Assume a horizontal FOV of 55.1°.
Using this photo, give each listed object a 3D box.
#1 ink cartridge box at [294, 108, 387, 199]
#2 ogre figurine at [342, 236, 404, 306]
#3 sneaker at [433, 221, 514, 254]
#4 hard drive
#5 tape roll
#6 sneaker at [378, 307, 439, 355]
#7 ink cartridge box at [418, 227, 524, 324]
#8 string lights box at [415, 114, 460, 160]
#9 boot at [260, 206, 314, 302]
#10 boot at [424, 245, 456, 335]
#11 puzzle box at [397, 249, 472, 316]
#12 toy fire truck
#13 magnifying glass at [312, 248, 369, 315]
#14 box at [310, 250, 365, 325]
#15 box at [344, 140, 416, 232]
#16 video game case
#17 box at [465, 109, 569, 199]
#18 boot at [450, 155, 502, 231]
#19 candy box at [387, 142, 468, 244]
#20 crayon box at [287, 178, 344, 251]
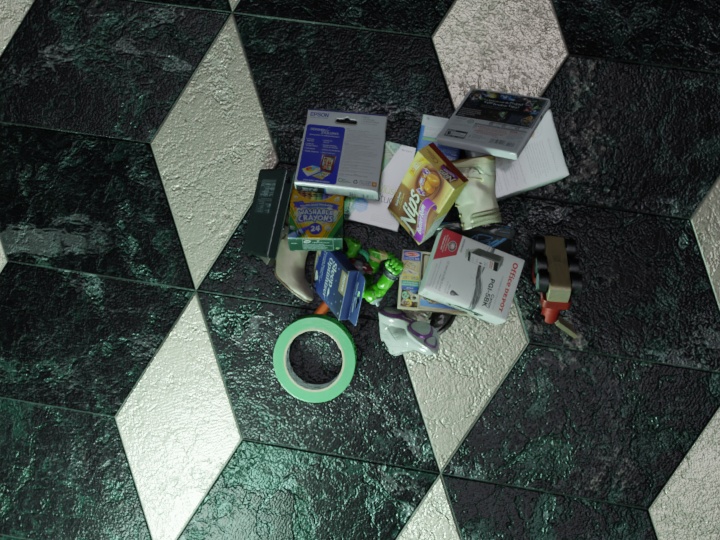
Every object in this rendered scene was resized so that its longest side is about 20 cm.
[{"bbox_3d":[-0.042,-0.270,1.595,0.193,0.047,0.204,6,66,6],"label":"ink cartridge box"},{"bbox_3d":[0.000,0.000,1.589,0.196,0.098,0.122,20,102,11],"label":"ogre figurine"},{"bbox_3d":[0.258,-0.069,1.596,0.195,0.073,0.084,7,93,-2],"label":"sneaker"},{"bbox_3d":[-0.217,-0.133,1.609,0.032,0.138,0.205,14,89,-35],"label":"hard drive"},{"bbox_3d":[-0.107,0.207,1.636,0.195,0.048,0.206,1,96,5],"label":"tape roll"},{"bbox_3d":[0.111,0.158,1.577,0.074,0.199,0.102,-7,112,-32],"label":"sneaker"},{"bbox_3d":[0.245,0.014,1.526,0.196,0.083,0.150,20,80,-1],"label":"ink cartridge box"},{"bbox_3d":[0.177,-0.251,1.614,0.100,0.059,0.205,11,91,5],"label":"string lights box"},{"bbox_3d":[-0.149,-0.044,1.627,0.199,0.070,0.147,42,106,13],"label":"boot"},{"bbox_3d":[0.168,0.048,1.618,0.200,0.069,0.175,-42,87,-7],"label":"boot"},{"bbox_3d":[0.185,0.029,1.575,0.195,0.025,0.136,5,81,-4],"label":"puzzle box"},{"bbox_3d":[0.445,0.047,1.567,0.125,0.178,0.203,4,133,4],"label":"toy fire truck"},{"bbox_3d":[-0.046,0.035,1.655,0.079,0.022,0.201,38,91,3],"label":"magnifying glass"},{"bbox_3d":[-0.054,0.025,1.561,0.032,0.200,0.124,-2,118,-30],"label":"box"},{"bbox_3d":[0.044,-0.206,1.637,0.141,0.036,0.205,13,90,4],"label":"box"},{"bbox_3d":[0.293,-0.328,1.526,0.197,0.024,0.183,18,60,33],"label":"video game case"},{"bbox_3d":[0.353,-0.254,1.576,0.196,0.106,0.156,-17,88,5],"label":"box"},{"bbox_3d":[0.212,-0.164,1.531,0.196,0.072,0.159,-6,97,27],"label":"boot"},{"bbox_3d":[0.142,-0.164,1.503,0.056,0.201,0.117,-31,73,-36],"label":"candy box"},{"bbox_3d":[-0.099,-0.142,1.586,0.122,0.052,0.204,1,57,0],"label":"crayon box"}]
